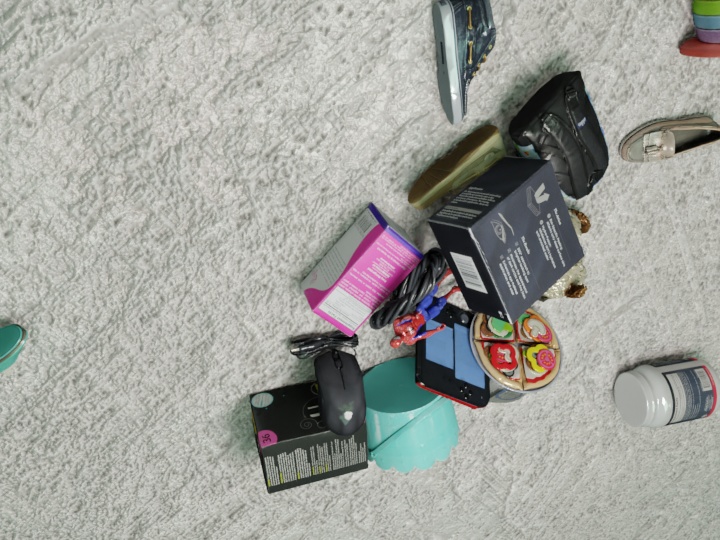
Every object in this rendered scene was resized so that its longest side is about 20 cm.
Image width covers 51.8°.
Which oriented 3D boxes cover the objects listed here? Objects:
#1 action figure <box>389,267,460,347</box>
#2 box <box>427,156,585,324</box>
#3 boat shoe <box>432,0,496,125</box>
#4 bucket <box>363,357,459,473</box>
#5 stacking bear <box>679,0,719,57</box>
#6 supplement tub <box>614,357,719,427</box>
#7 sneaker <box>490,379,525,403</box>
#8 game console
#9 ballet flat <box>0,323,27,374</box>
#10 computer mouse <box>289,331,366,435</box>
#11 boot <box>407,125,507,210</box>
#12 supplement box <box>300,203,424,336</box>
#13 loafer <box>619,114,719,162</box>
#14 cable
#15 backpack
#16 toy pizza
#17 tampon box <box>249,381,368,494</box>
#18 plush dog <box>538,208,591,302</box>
[{"bbox_3d":[0.131,0.072,1.348,0.200,0.099,0.065,-43,104,-28],"label":"action figure"},{"bbox_3d":[0.248,-0.055,1.248,0.200,0.117,0.197,-38,118,-20],"label":"box"},{"bbox_3d":[0.175,-0.339,1.202,0.090,0.071,0.201,-13,119,-7],"label":"boat shoe"},{"bbox_3d":[0.091,0.275,1.445,0.206,0.207,0.135,-18,118,-9],"label":"bucket"},{"bbox_3d":[0.620,-0.478,1.264,0.121,0.114,0.201,-19,118,-8],"label":"stacking bear"},{"bbox_3d":[0.698,0.279,1.687,0.199,0.140,0.141,-7,120,-15],"label":"supplement tub"},{"bbox_3d":[0.326,0.209,1.562,0.074,0.087,0.200,19,128,-29],"label":"sneaker"},{"bbox_3d":[0.176,0.154,1.416,0.176,0.201,0.031,27,139,-30],"label":"game console"},{"bbox_3d":[-0.618,0.157,1.219,0.199,0.067,0.070,-32,147,1],"label":"ballet flat"},{"bbox_3d":[-0.045,0.200,1.354,0.138,0.201,0.053,-7,152,-18],"label":"computer mouse"},{"bbox_3d":[0.195,-0.139,1.320,0.200,0.073,0.156,-41,121,-4],"label":"boot"},{"bbox_3d":[0.000,0.000,1.314,0.103,0.101,0.200,37,102,-31],"label":"supplement box"},{"bbox_3d":[0.592,-0.248,1.403,0.199,0.063,0.072,-18,122,-9],"label":"loafer"},{"bbox_3d":[0.083,0.034,1.305,0.051,0.200,0.163,47,68,-1],"label":"cable"},{"bbox_3d":[0.352,-0.219,1.299,0.200,0.154,0.163,45,81,-20],"label":"backpack"},{"bbox_3d":[0.309,0.143,1.452,0.199,0.201,0.032,-1,150,-18],"label":"toy pizza"},{"bbox_3d":[-0.100,0.309,1.422,0.199,0.150,0.127,-11,122,-13],"label":"tampon box"},{"bbox_3d":[0.366,-0.036,1.410,0.199,0.160,0.173,-8,94,-17],"label":"plush dog"}]
